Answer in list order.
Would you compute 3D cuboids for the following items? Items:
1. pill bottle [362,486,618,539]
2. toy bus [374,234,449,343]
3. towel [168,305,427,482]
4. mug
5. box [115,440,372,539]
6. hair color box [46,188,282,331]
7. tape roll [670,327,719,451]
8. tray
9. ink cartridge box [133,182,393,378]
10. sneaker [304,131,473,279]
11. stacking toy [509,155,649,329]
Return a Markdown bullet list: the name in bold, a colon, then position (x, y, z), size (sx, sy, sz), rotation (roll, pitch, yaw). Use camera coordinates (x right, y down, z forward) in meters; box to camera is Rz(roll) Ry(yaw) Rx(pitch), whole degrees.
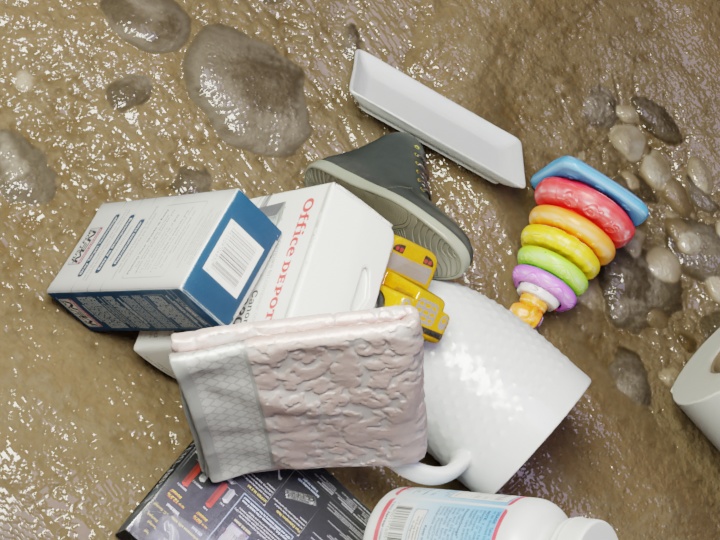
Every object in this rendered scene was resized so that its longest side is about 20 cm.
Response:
- **pill bottle**: position (0.108, 0.239, 1.107), size (0.109, 0.199, 0.109), rotation (3, 86, -51)
- **toy bus**: position (0.000, 0.000, 1.183), size (0.065, 0.200, 0.079), rotation (25, 88, -40)
- **towel**: position (-0.043, 0.103, 1.051), size (0.190, 0.200, 0.032), rotation (-6, 53, -1)
- **mug**: position (0.081, 0.110, 1.206), size (0.175, 0.148, 0.200), rotation (42, 51, 8)
- **box**: position (-0.084, 0.230, 1.159), size (0.200, 0.050, 0.158), rotation (42, 63, -5)
- **hair color box**: position (-0.165, -0.006, 1.114), size (0.061, 0.200, 0.100), rotation (46, 60, -33)
- **tape roll**: position (0.429, 0.113, 1.325), size (0.139, 0.203, 0.203), rotation (47, 63, -2)
- **tray**: position (0.074, -0.146, 1.339), size (0.199, 0.022, 0.108), rotation (28, 30, -13)
- **ink cartridge box**: position (-0.083, 0.017, 1.135), size (0.085, 0.200, 0.146), rotation (37, 60, -38)
- **sneaker**: position (0.050, -0.071, 1.252), size (0.106, 0.075, 0.200), rotation (-33, 50, -30)
- **stacking toy**: position (0.190, -0.002, 1.328), size (0.110, 0.116, 0.200), rotation (33, 75, -7)
